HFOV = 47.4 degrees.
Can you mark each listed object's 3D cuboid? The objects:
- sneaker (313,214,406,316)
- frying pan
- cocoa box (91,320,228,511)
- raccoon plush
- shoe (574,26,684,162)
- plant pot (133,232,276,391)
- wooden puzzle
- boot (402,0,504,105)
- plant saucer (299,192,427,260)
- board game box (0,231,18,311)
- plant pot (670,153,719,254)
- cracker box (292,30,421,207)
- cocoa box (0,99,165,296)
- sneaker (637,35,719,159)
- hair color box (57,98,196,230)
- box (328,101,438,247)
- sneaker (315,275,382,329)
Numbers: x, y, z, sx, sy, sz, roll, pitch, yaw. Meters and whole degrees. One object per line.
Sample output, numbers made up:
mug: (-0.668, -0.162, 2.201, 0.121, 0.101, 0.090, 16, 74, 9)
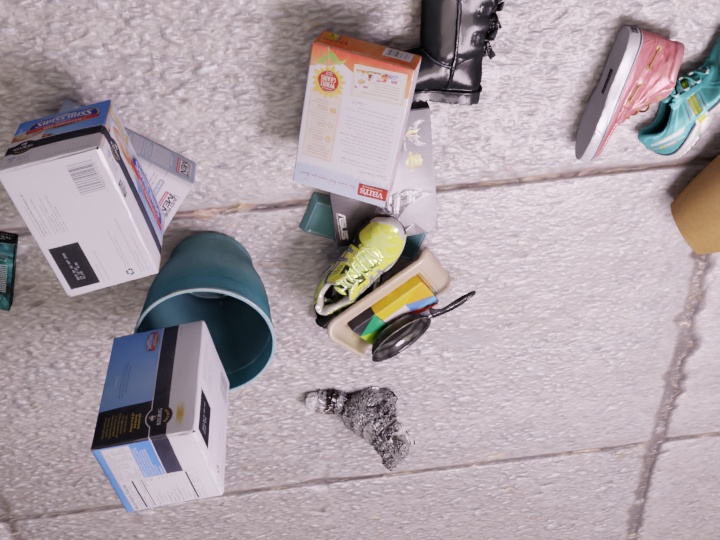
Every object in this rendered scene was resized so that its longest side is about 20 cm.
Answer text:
sneaker: (0.000, 0.000, 1.201, 0.075, 0.077, 0.200, 33, 127, -8)
frying pan: (0.088, 0.082, 1.301, 0.190, 0.031, 0.115, -44, 157, 18)
cocoa box: (-0.256, 0.188, 1.078, 0.130, 0.201, 0.134, -11, 129, 2)
raccoon plush: (-0.001, 0.292, 1.477, 0.198, 0.134, 0.097, -2, 128, -6)
shoe: (0.381, -0.239, 1.165, 0.090, 0.072, 0.201, 11, 120, -9)
plant pot: (-0.226, 0.048, 1.231, 0.199, 0.188, 0.201, -3, 127, -4)
wooden puzzle: (0.054, 0.060, 1.291, 0.200, 0.037, 0.185, -40, 157, 4)
boot: (0.087, -0.307, 1.078, 0.197, 0.074, 0.163, 2, 123, -6)
plant saucer: (0.009, -0.064, 1.284, 0.199, 0.019, 0.070, 14, 124, -18)
board game box: (-0.625, -0.012, 1.233, 0.199, 0.028, 0.136, 11, 125, -16)
plant pot: (0.582, -0.110, 1.239, 0.200, 0.187, 0.186, -32, 126, 33)
cracker box: (-0.007, -0.196, 1.076, 0.133, 0.058, 0.201, 16, 125, 5)
cocoa box: (-0.352, -0.094, 1.066, 0.132, 0.132, 0.201, -14, 128, 3)
sneaker: (0.474, -0.250, 1.172, 0.079, 0.078, 0.201, 19, 123, -10)
hair color box: (-0.343, -0.144, 1.151, 0.199, 0.061, 0.099, 26, 120, -24)
box: (0.028, -0.141, 1.197, 0.157, 0.048, 0.201, -8, 123, -2)
sneaker: (-0.022, 0.032, 1.311, 0.087, 0.076, 0.201, 13, 131, -9)
